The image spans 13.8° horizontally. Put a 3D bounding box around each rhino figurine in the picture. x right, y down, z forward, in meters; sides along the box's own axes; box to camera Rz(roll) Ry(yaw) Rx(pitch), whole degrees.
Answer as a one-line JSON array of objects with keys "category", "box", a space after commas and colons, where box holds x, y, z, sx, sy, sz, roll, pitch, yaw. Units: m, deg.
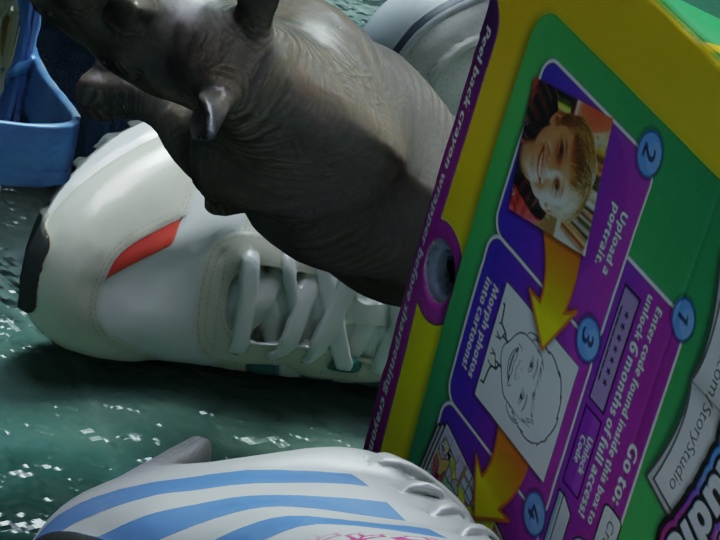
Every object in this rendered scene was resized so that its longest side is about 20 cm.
[{"category": "rhino figurine", "box": [-0.022, -0.042, 0.749, 0.087, 0.060, 0.200, 28, -3, 28]}]

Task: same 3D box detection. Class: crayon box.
[{"category": "crayon box", "box": [0.071, 0.034, 0.691, 0.058, 0.200, 0.173, 1, 29, -27]}]

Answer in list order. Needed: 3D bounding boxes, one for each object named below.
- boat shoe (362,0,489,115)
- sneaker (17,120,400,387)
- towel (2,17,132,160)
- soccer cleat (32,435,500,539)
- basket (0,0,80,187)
[{"category": "boat shoe", "box": [0.089, -0.055, 1.043, 0.202, 0.075, 0.086, 4, 29, -45]}, {"category": "sneaker", "box": [0.000, 0.000, 0.867, 0.200, 0.070, 0.093, -3, 26, -40]}, {"category": "towel", "box": [-0.127, -0.086, 0.995, 0.200, 0.049, 0.112, 26, 27, 17]}, {"category": "soccer cleat", "box": [0.010, 0.073, 0.666, 0.200, 0.070, 0.086, 9, 35, 38]}, {"category": "basket", "box": [-0.172, -0.065, 0.818, 0.176, 0.139, 0.200, 10, 17, -14]}]
